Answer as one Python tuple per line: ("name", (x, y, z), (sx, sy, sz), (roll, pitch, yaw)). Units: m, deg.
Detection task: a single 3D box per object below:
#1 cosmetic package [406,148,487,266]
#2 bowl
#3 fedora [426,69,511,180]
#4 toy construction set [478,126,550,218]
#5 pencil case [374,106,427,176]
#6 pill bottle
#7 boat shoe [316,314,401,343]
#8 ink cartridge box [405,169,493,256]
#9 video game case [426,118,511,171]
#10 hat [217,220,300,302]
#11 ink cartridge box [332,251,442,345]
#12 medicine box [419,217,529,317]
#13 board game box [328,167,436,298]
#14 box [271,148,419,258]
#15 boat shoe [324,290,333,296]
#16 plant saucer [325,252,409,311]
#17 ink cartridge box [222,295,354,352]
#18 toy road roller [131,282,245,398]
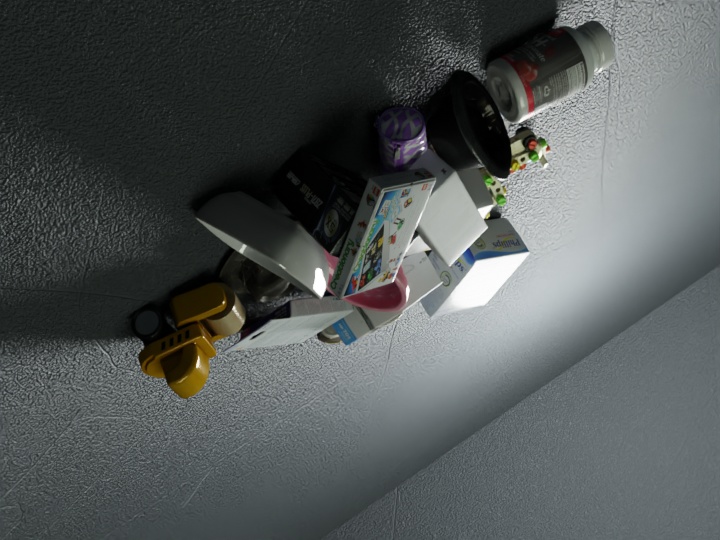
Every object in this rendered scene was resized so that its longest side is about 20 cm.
("cosmetic package", (0.131, -0.101, 1.578), (0.101, 0.071, 0.200), (-44, 147, -1))
("bowl", (-0.140, -0.046, 1.484), (0.075, 0.198, 0.200), (-57, 155, -8))
("fedora", (0.167, -0.220, 1.528), (0.090, 0.204, 0.199), (-21, 162, 27))
("toy construction set", (0.289, -0.198, 1.806), (0.198, 0.092, 0.132), (-34, 132, -15))
("pencil case", (0.071, -0.177, 1.566), (0.082, 0.087, 0.201), (-3, 145, 4))
("pill bottle", (0.316, -0.334, 1.568), (0.198, 0.112, 0.111), (-28, 155, -11))
("boat shoe", (-0.003, 0.109, 2.051), (0.197, 0.073, 0.060), (-16, 157, -25))
("ink cartridge box", (0.127, -0.102, 1.750), (0.197, 0.089, 0.146), (-13, 158, -24))
("video game case", (0.169, -0.227, 1.691), (0.179, 0.026, 0.200), (3, 137, -52))
("hat", (-0.152, 0.002, 1.661), (0.198, 0.082, 0.202), (-26, 153, -14))
("ink cartridge box", (0.046, 0.054, 1.890), (0.146, 0.087, 0.199), (-32, 180, -42))
("medicine box", (0.237, -0.007, 2.080), (0.180, 0.104, 0.201), (-9, 146, -41))
("board game box", (0.033, -0.056, 1.442), (0.125, 0.035, 0.202), (-16, 137, -45))
("box", (-0.022, -0.092, 1.530), (0.087, 0.164, 0.199), (-51, 152, 13))
("boat shoe", (-0.003, -0.013, 1.831), (0.198, 0.069, 0.084), (-29, 165, 0))
("plant saucer", (0.000, 0.000, 1.707), (0.202, 0.197, 0.051), (92, 21, -61))
("ink cartridge box", (-0.144, 0.101, 1.831), (0.197, 0.044, 0.195), (-3, 160, -40))
("toy road roller", (-0.286, 0.127, 1.636), (0.197, 0.148, 0.123), (-24, 155, -2))
